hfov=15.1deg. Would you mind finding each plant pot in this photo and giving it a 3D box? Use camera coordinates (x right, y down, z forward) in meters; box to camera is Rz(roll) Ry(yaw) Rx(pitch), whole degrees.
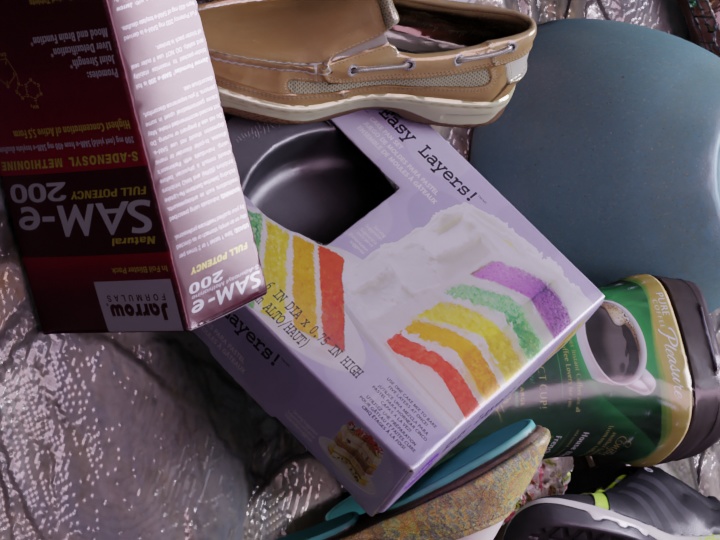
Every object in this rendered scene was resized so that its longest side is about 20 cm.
[{"bbox_3d":[0.177,-0.053,1.598,0.199,0.134,0.202,2,87,-48],"label":"plant pot"}]

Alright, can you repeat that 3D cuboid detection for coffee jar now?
[{"bbox_3d":[0.105,0.057,1.494,0.199,0.085,0.105,0,64,-24],"label":"coffee jar"}]

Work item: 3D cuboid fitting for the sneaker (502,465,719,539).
[{"bbox_3d":[0.145,0.147,1.515,0.199,0.072,0.083,17,33,-40],"label":"sneaker"}]

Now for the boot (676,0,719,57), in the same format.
[{"bbox_3d":[0.244,-0.232,1.736,0.186,0.064,0.201,-47,118,-36],"label":"boot"}]

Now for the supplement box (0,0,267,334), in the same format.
[{"bbox_3d":[-0.122,-0.073,1.282,0.061,0.108,0.201,-27,108,-45],"label":"supplement box"}]

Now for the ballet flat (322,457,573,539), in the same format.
[{"bbox_3d":[0.055,0.137,1.505,0.199,0.075,0.064,-23,118,-43],"label":"ballet flat"}]

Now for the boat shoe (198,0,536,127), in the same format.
[{"bbox_3d":[-0.004,-0.122,1.396,0.199,0.076,0.072,-1,56,-26],"label":"boat shoe"}]

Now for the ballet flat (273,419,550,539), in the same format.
[{"bbox_3d":[0.016,0.143,1.383,0.071,0.199,0.071,62,8,-15],"label":"ballet flat"}]

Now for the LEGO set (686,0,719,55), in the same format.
[{"bbox_3d":[0.278,-0.165,1.657,0.153,0.116,0.201,-27,111,-30],"label":"LEGO set"}]

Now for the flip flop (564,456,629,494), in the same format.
[{"bbox_3d":[0.141,0.127,1.606,0.058,0.081,0.201,-34,109,-59],"label":"flip flop"}]

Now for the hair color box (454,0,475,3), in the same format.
[{"bbox_3d":[0.052,-0.227,1.437,0.111,0.064,0.200,21,110,-45],"label":"hair color box"}]

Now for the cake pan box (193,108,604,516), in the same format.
[{"bbox_3d":[0.000,0.000,1.391,0.200,0.052,0.184,45,46,9],"label":"cake pan box"}]
